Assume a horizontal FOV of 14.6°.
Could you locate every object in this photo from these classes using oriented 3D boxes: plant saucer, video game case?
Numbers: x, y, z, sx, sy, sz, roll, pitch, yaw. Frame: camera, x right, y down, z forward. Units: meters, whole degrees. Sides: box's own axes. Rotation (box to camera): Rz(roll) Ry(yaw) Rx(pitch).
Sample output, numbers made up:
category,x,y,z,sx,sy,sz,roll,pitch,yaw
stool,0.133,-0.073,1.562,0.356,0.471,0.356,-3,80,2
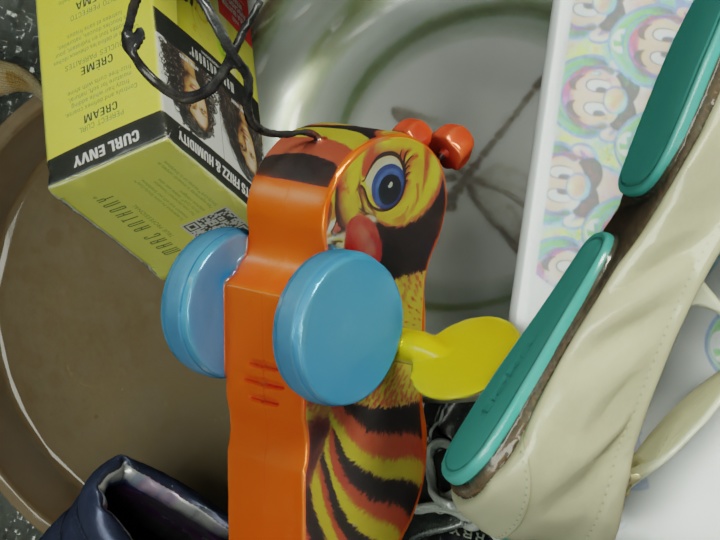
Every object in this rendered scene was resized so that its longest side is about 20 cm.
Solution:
category,x,y,z,sx,sy,sz,roll,pitch,yaw
plant saucer,-0.067,0.019,1.056,0.199,0.029,0.201,3,100,21
plant saucer,0.040,-0.042,0.970,0.199,0.050,0.201,-6,66,13
video game case,0.137,-0.007,0.840,0.181,0.024,0.201,9,94,17

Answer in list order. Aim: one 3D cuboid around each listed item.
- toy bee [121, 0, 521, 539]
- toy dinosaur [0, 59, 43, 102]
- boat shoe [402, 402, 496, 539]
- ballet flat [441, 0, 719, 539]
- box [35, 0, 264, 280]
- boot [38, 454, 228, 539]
category,x,y,z,sx,sy,sz,roll,pitch,yaw
toy bee,0.000,0.000,0.874,0.131,0.108,0.201,34,131,31
toy dinosaur,-0.180,-0.072,1.070,0.199,0.058,0.102,-22,95,40
boat shoe,0.042,0.086,0.996,0.073,0.068,0.200,19,105,2
ballet flat,0.094,-0.007,0.813,0.069,0.069,0.201,30,96,14
box,-0.075,-0.102,0.965,0.050,0.075,0.201,-22,55,21
boot,-0.038,0.156,1.017,0.200,0.073,0.090,37,136,0
